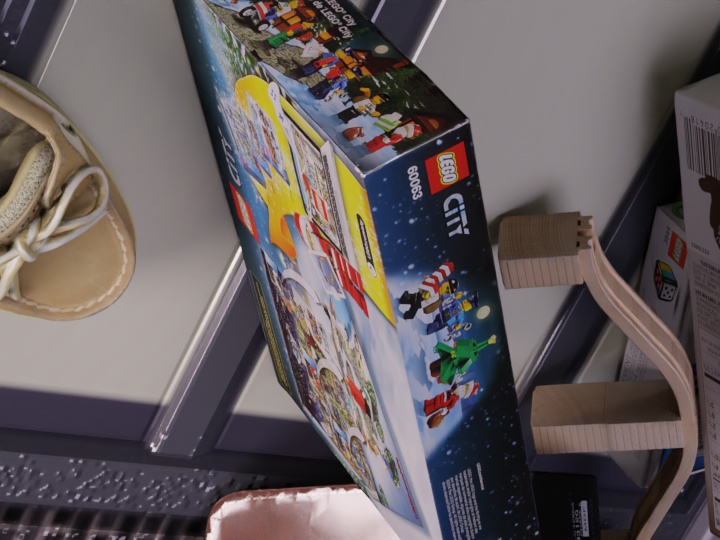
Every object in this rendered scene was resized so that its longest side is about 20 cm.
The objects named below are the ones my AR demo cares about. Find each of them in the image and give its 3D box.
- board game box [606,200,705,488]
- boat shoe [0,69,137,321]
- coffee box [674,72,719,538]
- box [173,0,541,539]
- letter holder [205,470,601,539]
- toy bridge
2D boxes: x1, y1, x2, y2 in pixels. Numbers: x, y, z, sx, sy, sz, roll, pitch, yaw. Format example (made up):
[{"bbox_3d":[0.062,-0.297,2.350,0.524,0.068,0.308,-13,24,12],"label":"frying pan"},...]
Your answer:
[{"bbox_3d":[0.204,0.015,0.952,0.199,0.035,0.127,-12,129,-28],"label":"board game box"},{"bbox_3d":[-0.127,-0.035,0.648,0.073,0.063,0.201,-41,137,-2],"label":"boat shoe"},{"bbox_3d":[0.196,0.014,0.858,0.114,0.080,0.201,-22,119,-24],"label":"coffee box"},{"bbox_3d":[0.000,0.000,0.715,0.038,0.137,0.201,-26,135,-14],"label":"box"},{"bbox_3d":[0.020,0.183,0.850,0.141,0.201,0.101,-6,172,21],"label":"letter holder"},{"bbox_3d":[0.103,0.060,0.886,0.067,0.027,0.201,-5,130,12],"label":"toy bridge"}]
